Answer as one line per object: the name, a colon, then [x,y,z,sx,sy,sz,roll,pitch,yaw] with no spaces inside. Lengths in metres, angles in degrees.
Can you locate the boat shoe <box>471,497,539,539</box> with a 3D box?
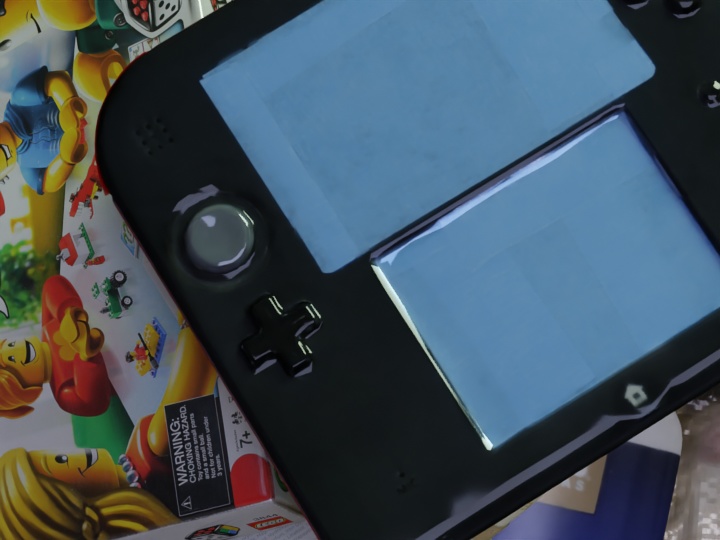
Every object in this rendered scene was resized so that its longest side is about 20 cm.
boat shoe: [0.002,0.001,0.824,0.063,0.073,0.201,-47,61,17]

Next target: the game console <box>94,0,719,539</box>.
game console: [0.038,-0.028,0.741,0.200,0.031,0.177,-31,72,-5]

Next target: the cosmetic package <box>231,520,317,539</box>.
cosmetic package: [-0.088,0.087,0.829,0.200,0.052,0.151,-33,71,5]

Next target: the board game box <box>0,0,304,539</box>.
board game box: [-0.094,-0.005,0.801,0.126,0.035,0.201,-15,71,16]

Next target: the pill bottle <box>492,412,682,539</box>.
pill bottle: [0.049,0.089,0.876,0.115,0.116,0.201,13,86,-11]
